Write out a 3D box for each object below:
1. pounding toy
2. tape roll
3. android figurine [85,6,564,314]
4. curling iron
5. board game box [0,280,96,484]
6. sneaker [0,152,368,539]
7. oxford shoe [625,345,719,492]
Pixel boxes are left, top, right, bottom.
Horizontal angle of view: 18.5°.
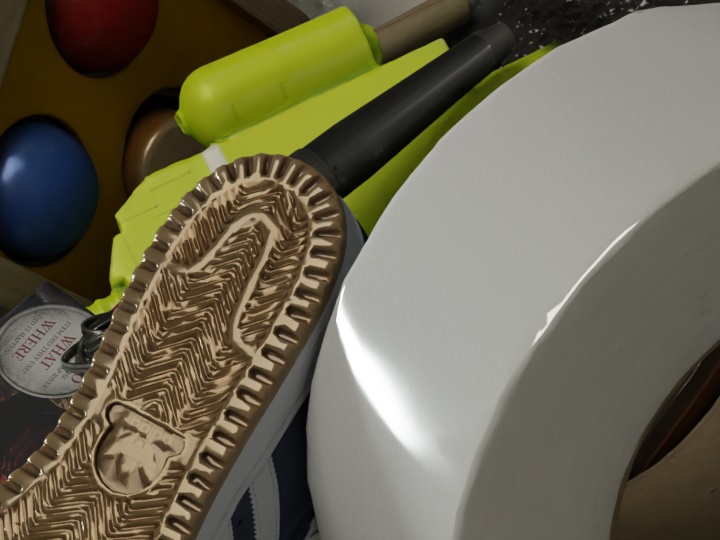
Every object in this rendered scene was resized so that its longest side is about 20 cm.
[{"bbox_3d":[-0.087,-0.058,0.813,0.142,0.200,0.185,5,73,38],"label":"pounding toy"},{"bbox_3d":[0.088,0.036,0.576,0.202,0.202,0.071,-45,43,-4],"label":"tape roll"},{"bbox_3d":[0.000,0.000,0.731,0.200,0.041,0.182,-24,67,-8],"label":"android figurine"},{"bbox_3d":[-0.015,-0.020,0.690,0.049,0.026,0.200,18,46,38],"label":"curling iron"},{"bbox_3d":[-0.106,0.104,0.620,0.135,0.035,0.200,33,54,18],"label":"board game box"},{"bbox_3d":[-0.050,0.074,0.592,0.070,0.108,0.200,31,84,27],"label":"sneaker"},{"bbox_3d":[0.116,0.004,0.677,0.071,0.071,0.200,23,76,52],"label":"oxford shoe"}]
